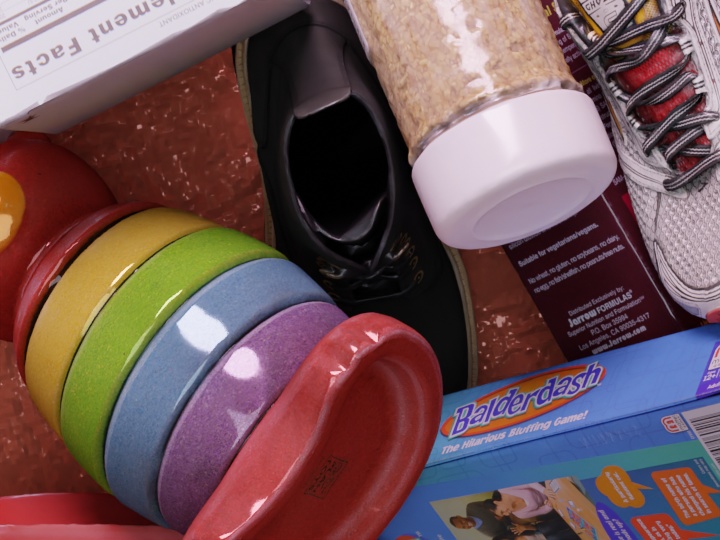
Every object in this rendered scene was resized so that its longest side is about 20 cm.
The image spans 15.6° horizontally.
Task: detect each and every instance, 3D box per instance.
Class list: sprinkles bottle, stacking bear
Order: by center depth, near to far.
[{"bbox_3d":[0.023,-0.109,0.931,0.068,0.068,0.201,-24,71,5],"label":"sprinkles bottle"},{"bbox_3d":[-0.078,0.023,0.949,0.200,0.114,0.122,36,93,25],"label":"stacking bear"}]

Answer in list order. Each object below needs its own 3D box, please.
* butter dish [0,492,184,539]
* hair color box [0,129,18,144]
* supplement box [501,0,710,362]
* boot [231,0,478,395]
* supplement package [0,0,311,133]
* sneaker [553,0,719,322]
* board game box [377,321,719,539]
[{"bbox_3d":[-0.113,0.158,1.032,0.199,0.148,0.201,5,114,-27],"label":"butter dish"},{"bbox_3d":[-0.130,-0.111,1.030,0.065,0.109,0.200,37,95,1],"label":"hair color box"},{"bbox_3d":[0.108,-0.026,1.016,0.061,0.109,0.200,-28,91,44],"label":"supplement box"},{"bbox_3d":[0.000,0.000,0.993,0.077,0.138,0.200,-22,113,2],"label":"boot"},{"bbox_3d":[-0.112,-0.160,0.916,0.113,0.110,0.201,-25,90,5],"label":"supplement package"},{"bbox_3d":[0.105,-0.075,0.936,0.078,0.082,0.201,-28,65,35],"label":"sneaker"},{"bbox_3d":[0.101,0.104,0.985,0.200,0.045,0.152,-17,120,38],"label":"board game box"}]
